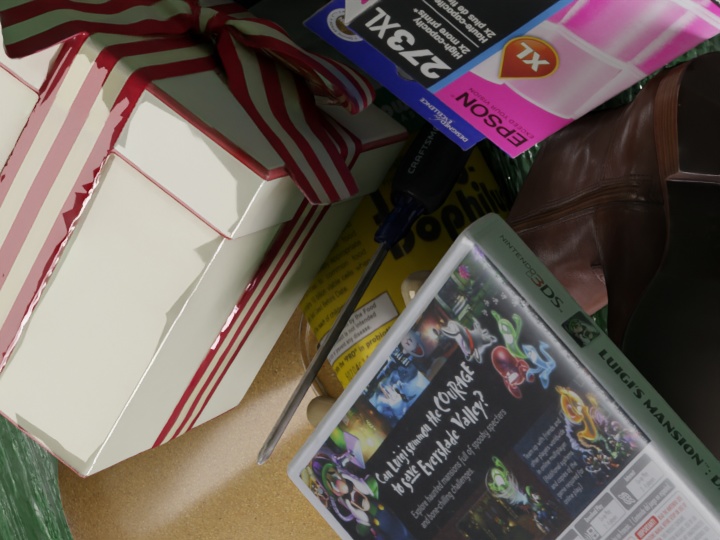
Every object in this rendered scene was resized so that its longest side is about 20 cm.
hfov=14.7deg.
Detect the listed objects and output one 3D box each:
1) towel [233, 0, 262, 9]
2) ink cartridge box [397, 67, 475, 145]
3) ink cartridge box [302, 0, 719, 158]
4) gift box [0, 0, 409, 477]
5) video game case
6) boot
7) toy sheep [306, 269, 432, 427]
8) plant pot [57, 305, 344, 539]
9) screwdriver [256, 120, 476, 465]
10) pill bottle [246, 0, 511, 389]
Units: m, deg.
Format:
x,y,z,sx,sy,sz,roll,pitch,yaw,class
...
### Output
x,y,z,sx,sy,sz,roll,pitch,yaw,class
-0.067,-0.153,1.410,0.200,0.048,0.112,125,141,-60,towel
0.044,-0.139,1.193,0.116,0.068,0.200,53,154,27,ink cartridge box
0.064,-0.103,1.101,0.095,0.037,0.200,37,143,-19,ink cartridge box
-0.100,-0.036,1.201,0.184,0.200,0.187,34,109,9,gift box
0.067,0.097,1.062,0.182,0.023,0.200,48,144,9,video game case
0.103,0.014,1.138,0.200,0.064,0.188,158,125,-70,boot
0.049,0.092,1.199,0.138,0.138,0.201,22,139,58,toy sheep
-0.037,0.083,1.486,0.200,0.186,0.187,-40,76,50,plant pot
0.000,0.000,1.237,0.029,0.200,0.028,32,161,8,screwdriver
0.006,-0.035,1.322,0.201,0.112,0.113,62,157,8,pill bottle
